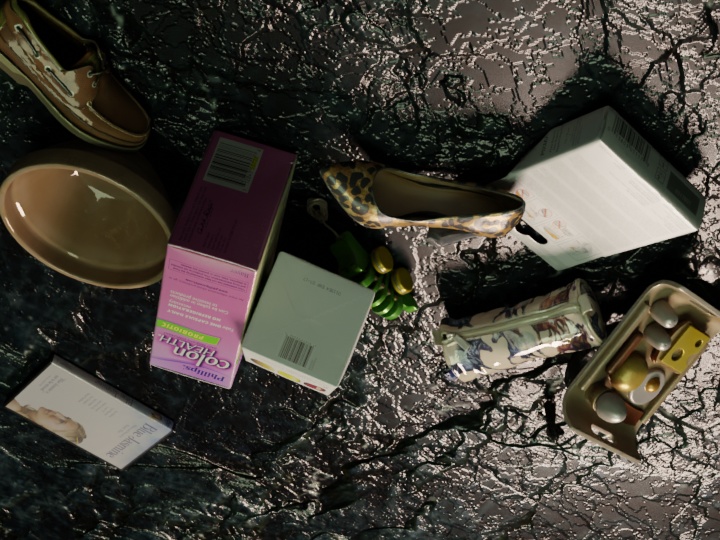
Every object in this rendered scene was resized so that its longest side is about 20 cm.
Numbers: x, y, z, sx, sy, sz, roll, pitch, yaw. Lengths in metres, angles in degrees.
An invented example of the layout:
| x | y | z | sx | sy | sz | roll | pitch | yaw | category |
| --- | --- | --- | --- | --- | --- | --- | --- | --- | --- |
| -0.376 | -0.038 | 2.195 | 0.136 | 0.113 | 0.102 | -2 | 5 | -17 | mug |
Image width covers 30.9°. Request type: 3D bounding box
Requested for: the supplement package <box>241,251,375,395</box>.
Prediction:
| x | y | z | sx | sy | sz | roll | pitch | yaw | category |
| --- | --- | --- | --- | --- | --- | --- | --- | --- | --- |
| -0.059 | 0.064 | 1.433 | 0.113 | 0.111 | 0.200 | 23 | 171 | 0 | supplement package |

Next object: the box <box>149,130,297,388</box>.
| x | y | z | sx | sy | sz | roll | pitch | yaw | category |
| --- | --- | --- | --- | --- | --- | --- | --- | --- | --- |
| -0.148 | -0.011 | 1.396 | 0.096 | 0.177 | 0.201 | 16 | 138 | -1 | box |

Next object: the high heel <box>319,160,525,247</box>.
| x | y | z | sx | sy | sz | roll | pitch | yaw | category |
| --- | --- | --- | --- | --- | --- | --- | --- | --- | --- |
| 0.068 | -0.083 | 1.339 | 0.199 | 0.072 | 0.142 | 23 | 155 | -34 | high heel |

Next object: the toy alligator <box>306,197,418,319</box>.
| x | y | z | sx | sy | sz | roll | pitch | yaw | category |
| --- | --- | --- | --- | --- | --- | --- | --- | --- | --- |
| 0.000 | 0.000 | 1.472 | 0.059 | 0.055 | 0.200 | -24 | 127 | 30 | toy alligator |

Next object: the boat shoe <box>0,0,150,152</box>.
| x | y | z | sx | sy | sz | roll | pitch | yaw | category |
| --- | --- | --- | --- | --- | --- | --- | --- | --- | --- |
| -0.286 | -0.195 | 1.309 | 0.199 | 0.072 | 0.068 | 35 | 132 | -25 | boat shoe |

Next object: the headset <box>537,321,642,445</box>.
| x | y | z | sx | sy | sz | roll | pitch | yaw | category |
| --- | --- | --- | --- | --- | --- | --- | --- | --- | --- |
| 0.291 | 0.133 | 1.563 | 0.123 | 0.094 | 0.200 | 29 | 118 | -20 | headset |

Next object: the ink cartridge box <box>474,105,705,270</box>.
| x | y | z | sx | sy | sz | roll | pitch | yaw | category |
| --- | --- | --- | --- | --- | --- | --- | --- | --- | --- |
| 0.233 | -0.080 | 1.367 | 0.162 | 0.057 | 0.199 | 37 | 151 | -26 | ink cartridge box |

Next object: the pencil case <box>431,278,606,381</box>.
| x | y | z | sx | sy | sz | roll | pitch | yaw | category |
| --- | --- | --- | --- | --- | --- | --- | --- | --- | --- |
| 0.184 | 0.069 | 1.489 | 0.198 | 0.079 | 0.089 | -18 | 165 | 27 | pencil case |

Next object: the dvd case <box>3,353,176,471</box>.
| x | y | z | sx | sy | sz | roll | pitch | yaw | category |
| --- | --- | --- | --- | --- | --- | --- | --- | --- | --- |
| -0.369 | 0.197 | 1.774 | 0.199 | 0.018 | 0.142 | 33 | 131 | -23 | dvd case |

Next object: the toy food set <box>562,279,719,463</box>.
| x | y | z | sx | sy | sz | roll | pitch | yaw | category |
| --- | --- | --- | --- | --- | --- | --- | --- | --- | --- |
| 0.331 | 0.117 | 1.458 | 0.143 | 0.060 | 0.201 | 27 | 106 | -39 | toy food set |

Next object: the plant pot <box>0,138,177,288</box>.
| x | y | z | sx | sy | sz | roll | pitch | yaw | category |
| --- | --- | --- | --- | --- | --- | --- | --- | --- | --- |
| -0.281 | -0.077 | 1.408 | 0.198 | 0.093 | 0.202 | 9 | 142 | 7 | plant pot |
